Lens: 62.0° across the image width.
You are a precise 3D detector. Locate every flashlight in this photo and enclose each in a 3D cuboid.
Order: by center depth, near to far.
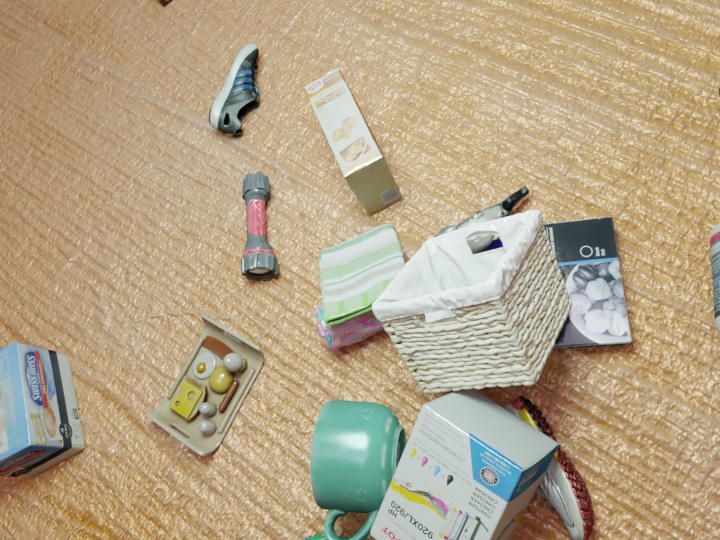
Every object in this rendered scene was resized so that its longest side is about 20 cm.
[{"bbox_3d":[-0.188,-0.085,1.104,0.067,0.068,0.202,-10,69,16],"label":"flashlight"}]

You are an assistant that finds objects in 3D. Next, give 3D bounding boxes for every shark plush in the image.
[{"bbox_3d":[0.183,-0.077,0.975,0.091,0.083,0.200,40,93,-13],"label":"shark plush"}]

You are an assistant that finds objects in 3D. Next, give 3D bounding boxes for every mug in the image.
[{"bbox_3d":[0.005,0.285,0.872,0.113,0.152,0.187,-1,100,14],"label":"mug"}]

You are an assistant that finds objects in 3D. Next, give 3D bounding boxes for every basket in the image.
[{"bbox_3d":[0.159,0.046,0.822,0.197,0.162,0.200,-15,21,41],"label":"basket"}]

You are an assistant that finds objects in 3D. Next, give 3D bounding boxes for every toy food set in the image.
[{"bbox_3d":[-0.271,0.194,1.038,0.143,0.060,0.201,25,80,24],"label":"toy food set"}]

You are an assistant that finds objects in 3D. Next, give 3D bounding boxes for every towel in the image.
[{"bbox_3d":[0.000,0.000,0.974,0.148,0.031,0.200,-24,31,9],"label":"towel"}]

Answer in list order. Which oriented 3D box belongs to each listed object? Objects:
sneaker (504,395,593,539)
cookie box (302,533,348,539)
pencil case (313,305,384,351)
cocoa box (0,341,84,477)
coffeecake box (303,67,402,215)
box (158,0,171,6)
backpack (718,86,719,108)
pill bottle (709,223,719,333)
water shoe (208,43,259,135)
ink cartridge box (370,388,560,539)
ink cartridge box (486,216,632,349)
[{"bbox_3d":[0.252,0.281,0.837,0.082,0.078,0.201,-38,60,19],"label":"sneaker"},{"bbox_3d":[0.008,0.476,0.839,0.198,0.075,0.172,2,73,19],"label":"cookie box"},{"bbox_3d":[0.025,0.058,0.974,0.199,0.087,0.088,-23,66,10],"label":"pencil case"},{"bbox_3d":[-0.615,0.254,1.091,0.133,0.131,0.201,-27,65,8],"label":"cocoa box"},{"bbox_3d":[-0.011,-0.220,1.044,0.073,0.154,0.201,-27,66,7],"label":"coffeecake box"},{"bbox_3d":[-0.485,-0.735,1.426,0.100,0.075,0.200,-37,63,4],"label":"box"},{"bbox_3d":[0.652,-0.303,0.859,0.199,0.153,0.177,21,74,17],"label":"backpack"},{"bbox_3d":[0.535,0.036,0.794,0.119,0.120,0.202,1,72,19],"label":"pill bottle"},{"bbox_3d":[-0.238,-0.366,1.230,0.078,0.072,0.201,24,77,-4],"label":"water shoe"},{"bbox_3d":[0.135,0.285,0.786,0.147,0.144,0.201,29,106,31],"label":"ink cartridge box"},{"bbox_3d":[0.295,0.023,0.920,0.198,0.043,0.200,-7,70,18],"label":"ink cartridge box"}]
